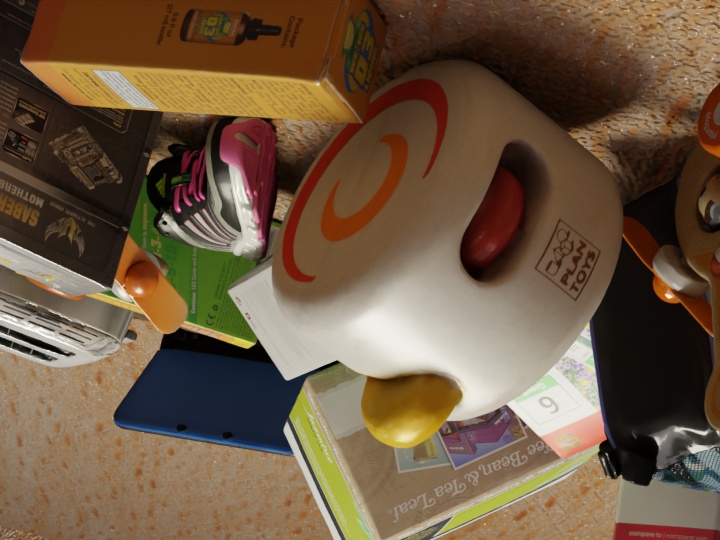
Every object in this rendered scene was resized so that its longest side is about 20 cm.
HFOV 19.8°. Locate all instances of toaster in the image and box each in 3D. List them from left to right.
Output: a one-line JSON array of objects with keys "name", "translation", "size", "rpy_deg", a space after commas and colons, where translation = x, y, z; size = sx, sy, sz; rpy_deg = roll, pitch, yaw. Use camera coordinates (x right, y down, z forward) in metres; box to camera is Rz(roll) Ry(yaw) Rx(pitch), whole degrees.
[{"name": "toaster", "translation": [-0.250, -0.010, 1.558], "size": [0.200, 0.129, 0.114], "rpy_deg": [24, 159, -28]}]

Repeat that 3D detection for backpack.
[{"name": "backpack", "translation": [0.239, 0.046, 1.253], "size": [0.147, 0.183, 0.200], "rpy_deg": [-23, 152, 30]}]

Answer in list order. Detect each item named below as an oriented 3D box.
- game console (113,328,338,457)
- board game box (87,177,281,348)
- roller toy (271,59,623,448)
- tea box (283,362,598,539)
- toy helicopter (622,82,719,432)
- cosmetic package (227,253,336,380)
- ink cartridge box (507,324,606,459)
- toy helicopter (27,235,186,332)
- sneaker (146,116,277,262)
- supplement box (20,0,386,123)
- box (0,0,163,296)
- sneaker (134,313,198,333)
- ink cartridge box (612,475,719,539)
[{"name": "game console", "translation": [-0.093, 0.125, 1.862], "size": [0.200, 0.119, 0.171], "rpy_deg": [8, 161, 22]}, {"name": "board game box", "translation": [-0.160, -0.019, 1.512], "size": [0.200, 0.096, 0.030], "rpy_deg": [20, 163, -15]}, {"name": "roller toy", "translation": [0.053, -0.013, 1.181], "size": [0.140, 0.200, 0.182], "rpy_deg": [36, 116, -25]}, {"name": "tea box", "translation": [0.064, 0.120, 1.546], "size": [0.200, 0.134, 0.197], "rpy_deg": [-23, 169, -14]}, {"name": "toy helicopter", "translation": [0.197, 0.002, 1.113], "size": [0.079, 0.200, 0.132], "rpy_deg": [23, 144, -26]}, {"name": "cosmetic package", "translation": [0.000, 0.000, 1.387], "size": [0.085, 0.108, 0.200], "rpy_deg": [57, 156, -4]}, {"name": "ink cartridge box", "translation": [0.157, 0.070, 1.359], "size": [0.109, 0.050, 0.200], "rpy_deg": [-28, 120, 32]}, {"name": "toy helicopter", "translation": [-0.193, -0.013, 1.365], "size": [0.132, 0.079, 0.200], "rpy_deg": [29, -174, 25]}, {"name": "sneaker", "translation": [-0.103, -0.055, 1.391], "size": [0.087, 0.074, 0.200], "rpy_deg": [8, 167, 0]}, {"name": "supplement box", "translation": [-0.089, -0.128, 1.171], "size": [0.200, 0.067, 0.069], "rpy_deg": [6, 161, 28]}, {"name": "box", "translation": [-0.216, -0.094, 1.226], "size": [0.200, 0.159, 0.048], "rpy_deg": [27, 159, -35]}, {"name": "sneaker", "translation": [-0.190, 0.006, 1.666], "size": [0.200, 0.071, 0.076], "rpy_deg": [6, 162, -3]}, {"name": "ink cartridge box", "translation": [0.257, 0.158, 1.549], "size": [0.083, 0.200, 0.145], "rpy_deg": [1, 158, 27]}]
